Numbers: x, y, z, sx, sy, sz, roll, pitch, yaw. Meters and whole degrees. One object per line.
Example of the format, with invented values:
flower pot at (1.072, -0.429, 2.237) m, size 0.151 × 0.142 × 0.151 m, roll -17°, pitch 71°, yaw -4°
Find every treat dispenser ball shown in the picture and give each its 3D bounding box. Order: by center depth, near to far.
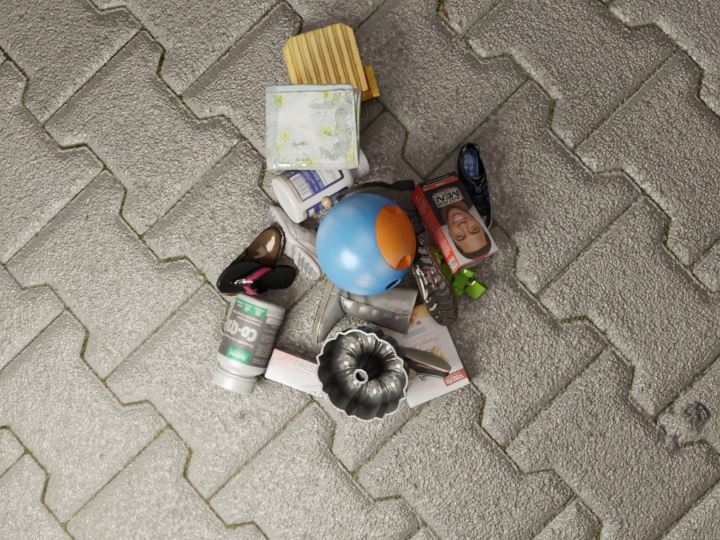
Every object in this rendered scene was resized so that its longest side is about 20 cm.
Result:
treat dispenser ball at (0.011, -0.052, 1.270) m, size 0.199 × 0.201 × 0.202 m, roll 0°, pitch 87°, yaw 3°

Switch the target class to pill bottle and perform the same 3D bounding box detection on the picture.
pill bottle at (-0.246, 0.159, 1.395) m, size 0.112 × 0.113 × 0.201 m, roll 18°, pitch 88°, yaw 4°
pill bottle at (-0.083, -0.199, 1.397) m, size 0.199 × 0.111 × 0.111 m, roll -32°, pitch 85°, yaw -15°

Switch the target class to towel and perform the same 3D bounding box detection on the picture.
towel at (-0.097, -0.295, 1.315) m, size 0.198 × 0.048 × 0.173 m, roll 0°, pitch 93°, yaw 3°

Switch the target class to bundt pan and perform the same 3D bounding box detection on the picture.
bundt pan at (0.013, 0.202, 1.309) m, size 0.200 × 0.076 × 0.203 m, roll 7°, pitch 108°, yaw 20°

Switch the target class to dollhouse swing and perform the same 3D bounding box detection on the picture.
dollhouse swing at (-0.077, -0.444, 1.401) m, size 0.199 × 0.182 × 0.177 m, roll -15°, pitch 106°, yaw 3°

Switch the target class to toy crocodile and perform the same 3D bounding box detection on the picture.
toy crocodile at (0.189, -0.003, 1.407) m, size 0.199 × 0.062 × 0.068 m, roll 29°, pitch 115°, yaw 10°

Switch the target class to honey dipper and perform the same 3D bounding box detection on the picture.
honey dipper at (-0.055, -0.129, 1.356) m, size 0.038 × 0.200 × 0.038 m, roll -1°, pitch 82°, yaw 8°

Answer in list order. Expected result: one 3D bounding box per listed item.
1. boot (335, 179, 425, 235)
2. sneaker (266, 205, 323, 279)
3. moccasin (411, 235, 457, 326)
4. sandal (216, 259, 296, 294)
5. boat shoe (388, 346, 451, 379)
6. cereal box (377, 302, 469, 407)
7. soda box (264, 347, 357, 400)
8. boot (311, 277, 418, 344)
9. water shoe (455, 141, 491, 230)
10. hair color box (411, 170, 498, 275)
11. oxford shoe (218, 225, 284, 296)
boot at (0.050, -0.123, 1.384) m, size 0.199 × 0.070 × 0.133 m, roll -9°, pitch 84°, yaw -24°
sneaker at (-0.136, -0.069, 1.436) m, size 0.082 × 0.075 × 0.200 m, roll -32°, pitch 77°, yaw -35°
moccasin at (0.150, 0.022, 1.359) m, size 0.073 × 0.078 × 0.202 m, roll -30°, pitch 89°, yaw 13°
sandal at (-0.214, 0.019, 1.371) m, size 0.045 × 0.199 × 0.075 m, roll 42°, pitch 121°, yaw 39°
boat shoe at (0.093, 0.199, 1.357) m, size 0.199 × 0.071 × 0.063 m, roll 14°, pitch 100°, yaw 11°
cereal box at (0.137, 0.181, 1.407) m, size 0.143 × 0.040 × 0.201 m, roll -23°, pitch 86°, yaw 3°
soda box at (-0.105, 0.235, 1.408) m, size 0.199 × 0.064 × 0.069 m, roll 19°, pitch 88°, yaw 5°
boot at (0.007, 0.099, 1.362) m, size 0.199 × 0.073 × 0.183 m, roll 18°, pitch 98°, yaw -3°
water shoe at (0.246, -0.181, 1.403) m, size 0.071 × 0.079 × 0.201 m, roll -12°, pitch 86°, yaw 3°
hair color box at (0.199, -0.103, 1.363) m, size 0.101 × 0.061 × 0.201 m, roll -21°, pitch 74°, yaw -18°
oxford shoe at (-0.239, -0.015, 1.397) m, size 0.073 × 0.084 × 0.200 m, roll 42°, pitch 104°, yaw 9°
